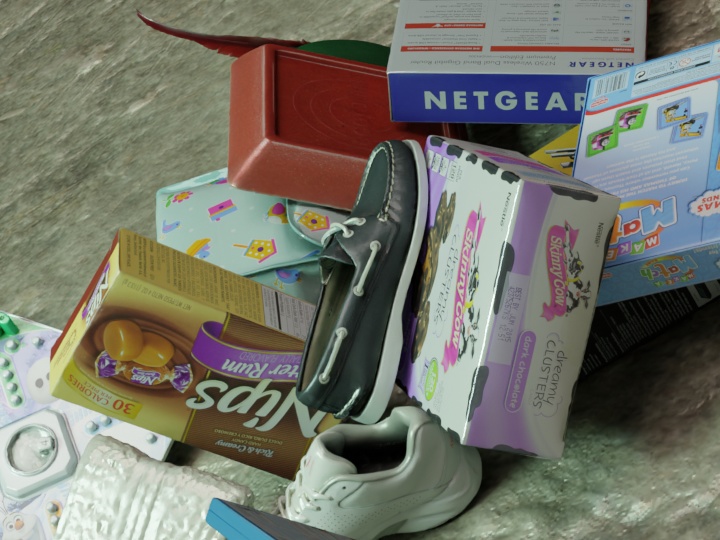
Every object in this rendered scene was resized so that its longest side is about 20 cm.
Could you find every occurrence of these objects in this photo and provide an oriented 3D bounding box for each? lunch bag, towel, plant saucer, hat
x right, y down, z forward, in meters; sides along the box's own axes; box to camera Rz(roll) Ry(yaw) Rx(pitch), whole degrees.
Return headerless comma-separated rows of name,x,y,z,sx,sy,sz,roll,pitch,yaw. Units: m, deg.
lunch bag,-0.051,-0.014,1.510,0.198,0.123,0.171,-18,34,6
towel,-0.152,0.221,1.297,0.131,0.034,0.202,16,83,24
plant saucer,-0.003,-0.112,1.533,0.198,0.037,0.200,10,32,-9
hat,-0.046,-0.184,1.655,0.199,0.177,0.166,-36,33,1

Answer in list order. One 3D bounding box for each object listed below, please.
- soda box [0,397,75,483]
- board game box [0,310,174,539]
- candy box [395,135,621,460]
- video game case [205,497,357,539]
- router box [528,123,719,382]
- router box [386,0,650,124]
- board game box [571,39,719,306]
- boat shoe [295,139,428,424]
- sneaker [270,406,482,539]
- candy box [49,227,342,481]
soda box,-0.232,0.118,1.558,0.200,0.068,0.063,-46,36,-14
board game box,-0.250,0.135,1.487,0.198,0.026,0.201,17,67,19
candy box,0.085,0.012,1.276,0.200,0.071,0.170,-143,65,-71
video game case,0.022,0.178,1.122,0.143,0.198,0.018,15,86,67
router box,0.170,-0.026,1.378,0.156,0.052,0.201,-32,33,8
router box,0.127,-0.190,1.547,0.198,0.049,0.180,2,43,9
board game box,0.213,-0.071,1.310,0.150,0.037,0.201,-14,40,29
boat shoe,0.000,0.000,1.320,0.076,0.060,0.202,144,137,-61
sneaker,-0.023,0.149,1.295,0.199,0.100,0.078,-35,42,4
candy box,-0.103,0.062,1.362,0.117,0.198,0.057,-56,23,27
